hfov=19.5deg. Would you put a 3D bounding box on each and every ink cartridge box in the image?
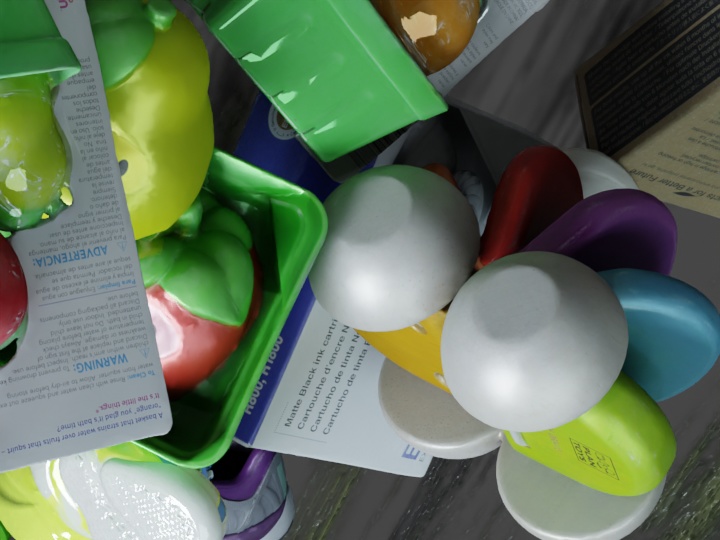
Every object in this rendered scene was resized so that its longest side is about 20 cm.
[{"bbox_3d":[0.239,-0.094,1.110,0.199,0.076,0.164,13,146,-37],"label":"ink cartridge box"},{"bbox_3d":[0.000,0.000,1.071,0.199,0.040,0.201,15,100,-48],"label":"ink cartridge box"}]

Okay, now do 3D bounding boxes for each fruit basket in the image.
[{"bbox_3d":[-0.119,-0.025,0.898,0.157,0.214,0.216,-65,147,-16],"label":"fruit basket"},{"bbox_3d":[-0.171,-0.020,0.770,0.184,0.202,0.093,-12,-175,-32],"label":"fruit basket"},{"bbox_3d":[0.018,-0.157,0.932,0.200,0.094,0.185,-45,137,-1],"label":"fruit basket"}]

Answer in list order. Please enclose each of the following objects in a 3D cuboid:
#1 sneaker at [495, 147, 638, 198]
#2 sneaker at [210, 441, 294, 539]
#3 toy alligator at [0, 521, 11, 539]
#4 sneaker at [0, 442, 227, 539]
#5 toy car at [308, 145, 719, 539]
[{"bbox_3d":[0.124,0.020,1.101,0.075,0.089,0.201,-14,140,11],"label":"sneaker"},{"bbox_3d":[-0.135,0.141,1.243,0.198,0.074,0.088,-20,132,-23],"label":"sneaker"},{"bbox_3d":[-0.211,0.092,1.128,0.054,0.060,0.201,24,148,7],"label":"toy alligator"},{"bbox_3d":[-0.104,0.095,1.037,0.105,0.199,0.076,-30,109,-32],"label":"sneaker"},{"bbox_3d":[0.083,0.018,0.981,0.150,0.199,0.176,-46,143,-15],"label":"toy car"}]
